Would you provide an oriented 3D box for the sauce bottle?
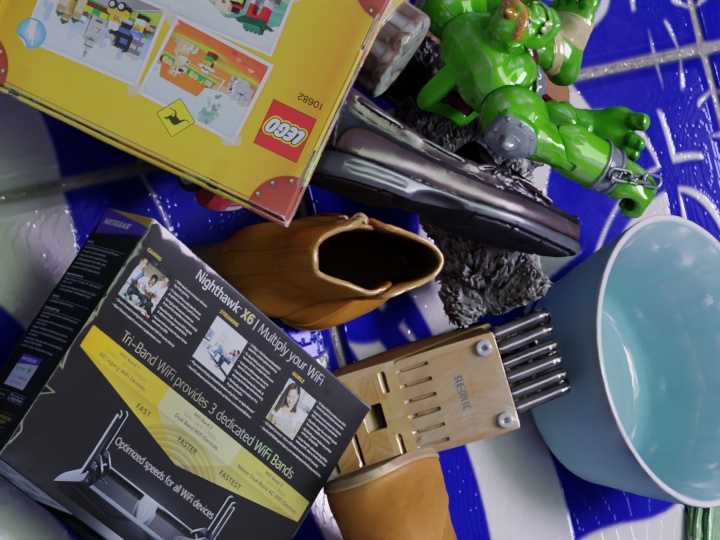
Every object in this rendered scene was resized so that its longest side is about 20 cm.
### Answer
[{"bbox_3d":[-0.051,-0.188,1.656,0.200,0.065,0.065,39,46,4],"label":"sauce bottle"}]

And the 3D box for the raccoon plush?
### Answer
[{"bbox_3d":[0.046,-0.053,1.742,0.200,0.097,0.134,34,38,-35],"label":"raccoon plush"}]

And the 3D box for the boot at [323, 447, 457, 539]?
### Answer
[{"bbox_3d":[0.036,0.187,1.647,0.201,0.070,0.145,51,21,-78],"label":"boot"}]

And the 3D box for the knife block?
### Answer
[{"bbox_3d":[0.039,0.079,1.757,0.199,0.176,0.064,-17,91,-4],"label":"knife block"}]

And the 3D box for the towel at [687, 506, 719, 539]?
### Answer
[{"bbox_3d":[0.287,0.243,2.010,0.152,0.023,0.201,24,62,-43],"label":"towel"}]

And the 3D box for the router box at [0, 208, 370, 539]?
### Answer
[{"bbox_3d":[-0.107,0.086,1.543,0.200,0.052,0.158,43,72,-34],"label":"router box"}]

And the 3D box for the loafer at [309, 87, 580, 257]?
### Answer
[{"bbox_3d":[0.056,-0.059,1.661,0.199,0.072,0.063,17,79,-30],"label":"loafer"}]

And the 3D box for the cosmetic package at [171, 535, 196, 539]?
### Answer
[{"bbox_3d":[-0.023,0.273,1.500,0.167,0.166,0.201,21,84,-44],"label":"cosmetic package"}]

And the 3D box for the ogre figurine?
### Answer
[{"bbox_3d":[0.103,-0.120,1.696,0.120,0.098,0.201,6,66,-43],"label":"ogre figurine"}]

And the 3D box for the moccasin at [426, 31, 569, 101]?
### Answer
[{"bbox_3d":[0.071,-0.117,1.834,0.201,0.073,0.078,23,54,-54],"label":"moccasin"}]

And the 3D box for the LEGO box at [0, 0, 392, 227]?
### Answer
[{"bbox_3d":[-0.097,-0.135,1.516,0.199,0.077,0.149,26,95,-2],"label":"LEGO box"}]

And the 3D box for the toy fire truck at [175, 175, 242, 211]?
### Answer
[{"bbox_3d":[-0.087,-0.152,1.595,0.049,0.141,0.200,-12,65,-48],"label":"toy fire truck"}]

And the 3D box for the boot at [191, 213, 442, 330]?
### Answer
[{"bbox_3d":[0.000,-0.001,1.645,0.201,0.144,0.071,-3,90,-47],"label":"boot"}]

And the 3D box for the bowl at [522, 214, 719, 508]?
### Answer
[{"bbox_3d":[0.184,0.069,1.879,0.200,0.105,0.202,16,68,-46],"label":"bowl"}]
